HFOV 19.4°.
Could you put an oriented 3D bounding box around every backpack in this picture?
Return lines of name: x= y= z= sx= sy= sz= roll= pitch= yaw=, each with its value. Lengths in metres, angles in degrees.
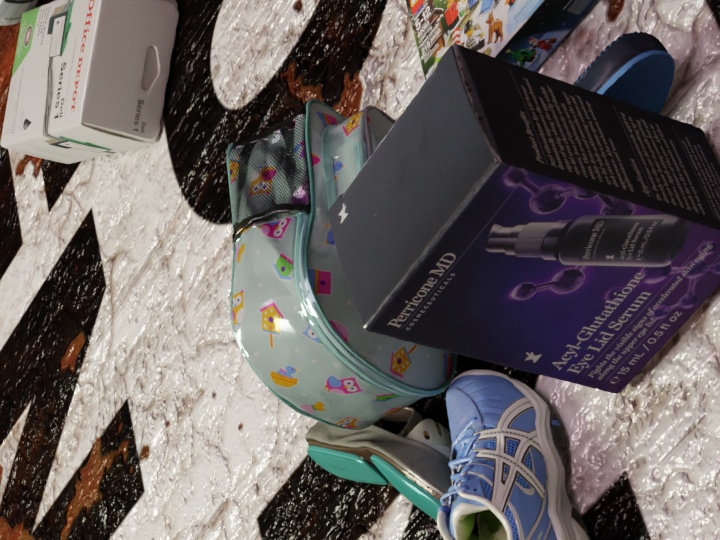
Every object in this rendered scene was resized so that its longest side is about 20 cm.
backpack: x=0.000 y=0.000 z=1.436 sx=0.153 sy=0.176 sz=0.200 roll=-18 pitch=53 yaw=38

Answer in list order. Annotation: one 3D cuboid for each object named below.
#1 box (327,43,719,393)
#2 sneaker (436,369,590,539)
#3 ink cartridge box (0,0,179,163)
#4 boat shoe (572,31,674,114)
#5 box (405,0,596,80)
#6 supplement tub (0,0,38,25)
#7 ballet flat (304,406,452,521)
box: x=0.106 y=-0.026 z=1.254 sx=0.148 sy=0.200 sz=0.104 roll=-53 pitch=37 yaw=34
sneaker: x=0.088 y=0.136 z=1.342 sx=0.076 sy=0.077 sz=0.200 roll=-58 pitch=34 yaw=31
ink cartridge box: x=-0.266 y=-0.190 z=2.051 sx=0.200 sy=0.084 sz=0.146 roll=-7 pitch=73 yaw=59
boat shoe: x=0.123 y=-0.084 z=1.362 sx=0.200 sy=0.084 sz=0.069 roll=-52 pitch=50 yaw=32
box: x=0.108 y=-0.210 z=1.483 sx=0.200 sy=0.038 sz=0.137 roll=-49 pitch=40 yaw=38
supplement tub: x=-0.368 y=-0.370 z=2.255 sx=0.200 sy=0.122 sz=0.123 roll=-51 pitch=39 yaw=37
ballet flat: x=0.030 y=0.125 z=1.461 sx=0.064 sy=0.067 sz=0.200 roll=-51 pitch=30 yaw=-14
